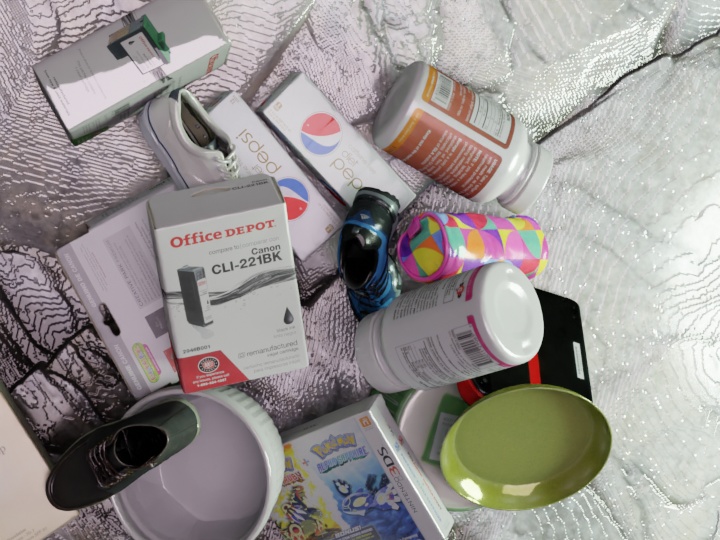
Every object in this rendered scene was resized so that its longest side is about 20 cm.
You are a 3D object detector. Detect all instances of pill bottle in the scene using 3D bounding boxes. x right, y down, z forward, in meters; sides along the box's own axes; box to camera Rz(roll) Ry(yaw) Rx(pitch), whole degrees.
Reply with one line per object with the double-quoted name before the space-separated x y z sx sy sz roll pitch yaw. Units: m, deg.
"pill bottle" 0.094 0.069 1.660 0.113 0.199 0.115 20 61 -42
"pill bottle" 0.122 -0.149 1.748 0.199 0.112 0.113 29 90 -15

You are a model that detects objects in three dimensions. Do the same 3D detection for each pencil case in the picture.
"pencil case" 0.132 -0.027 1.736 0.199 0.088 0.090 0 98 -48

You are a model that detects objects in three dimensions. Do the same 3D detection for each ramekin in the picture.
"ramekin" -0.179 0.222 1.695 0.197 0.105 0.203 2 98 14
"ramekin" 0.111 0.191 1.793 0.197 0.098 0.203 -2 97 -13

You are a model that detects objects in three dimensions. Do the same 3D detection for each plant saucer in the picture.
"plant saucer" 0.187 0.196 1.704 0.197 0.031 0.202 -2 130 -3

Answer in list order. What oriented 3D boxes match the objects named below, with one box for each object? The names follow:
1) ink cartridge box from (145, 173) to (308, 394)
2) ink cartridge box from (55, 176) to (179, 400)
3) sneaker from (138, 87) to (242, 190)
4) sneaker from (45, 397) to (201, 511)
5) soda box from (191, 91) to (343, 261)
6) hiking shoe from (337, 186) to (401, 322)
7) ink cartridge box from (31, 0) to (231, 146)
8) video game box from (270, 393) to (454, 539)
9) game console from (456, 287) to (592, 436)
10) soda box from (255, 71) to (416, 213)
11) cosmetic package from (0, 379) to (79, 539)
"ink cartridge box" -0.142 0.014 1.605 0.142 0.084 0.202 -12 116 -10
"ink cartridge box" -0.228 0.016 1.700 0.174 0.084 0.202 -28 102 -8
"sneaker" -0.162 -0.108 1.628 0.201 0.070 0.073 52 44 -14
"sneaker" -0.273 0.202 1.605 0.199 0.106 0.075 -33 87 13
"soda box" -0.110 -0.109 1.716 0.068 0.064 0.200 -41 103 -5
"hiking shoe" 0.000 0.000 1.716 0.074 0.087 0.202 16 136 20
"ink cartridge box" -0.248 -0.224 1.632 0.199 0.146 0.085 -31 93 -9
"video game box" -0.018 0.258 1.745 0.198 0.047 0.184 -24 101 28
"game console" 0.191 0.095 1.770 0.175 0.202 0.031 18 137 -20
"soda box" -0.029 -0.136 1.740 0.068 0.064 0.200 -45 105 -5
"cosmetic package" -0.411 0.213 1.687 0.103 0.073 0.201 -33 104 -8
